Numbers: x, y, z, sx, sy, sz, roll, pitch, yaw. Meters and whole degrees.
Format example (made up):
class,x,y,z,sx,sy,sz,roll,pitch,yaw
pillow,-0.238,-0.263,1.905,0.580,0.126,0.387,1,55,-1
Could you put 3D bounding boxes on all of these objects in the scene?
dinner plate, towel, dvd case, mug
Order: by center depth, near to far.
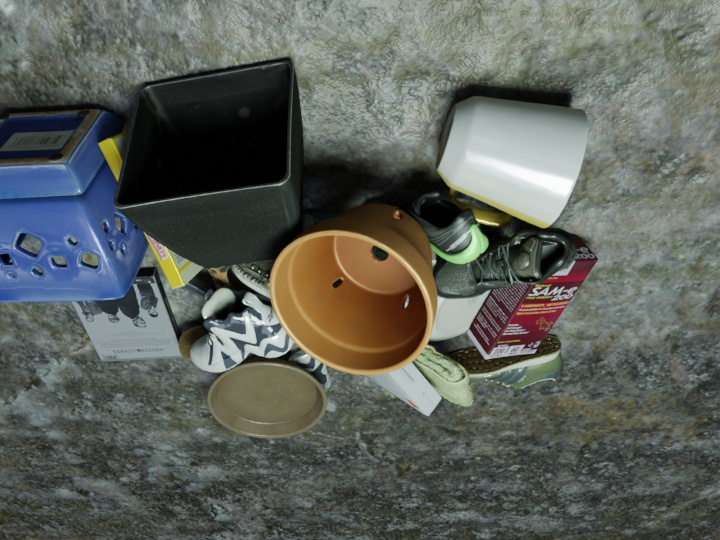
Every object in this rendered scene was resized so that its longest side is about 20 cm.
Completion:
class,x,y,z,sx,sy,sz,roll,pitch,yaw
mug,0.172,-0.128,0.869,0.153,0.149,0.187,15,114,-3
dinner plate,0.162,0.042,1.052,0.200,0.024,0.200,-22,142,-19
towel,0.089,0.147,1.121,0.200,0.037,0.148,27,162,25
dvd case,-0.385,0.077,1.154,0.150,0.025,0.200,-2,134,3

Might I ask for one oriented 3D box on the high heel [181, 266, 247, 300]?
class,x,y,z,sx,sy,sz,roll,pitch,yaw
high heel,-0.177,-0.001,1.045,0.142,0.072,0.200,30,136,-26

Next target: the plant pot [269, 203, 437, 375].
class,x,y,z,sx,sy,sz,roll,pitch,yaw
plant pot,0.006,0.007,0.861,0.200,0.140,0.200,10,124,14

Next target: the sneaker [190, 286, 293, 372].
class,x,y,z,sx,sy,sz,roll,pitch,yaw
sneaker,-0.204,0.078,1.032,0.199,0.080,0.130,-10,131,37

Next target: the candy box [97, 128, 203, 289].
class,x,y,z,sx,sy,sz,roll,pitch,yaw
candy box,-0.255,-0.086,0.896,0.026,0.102,0.200,-16,109,18

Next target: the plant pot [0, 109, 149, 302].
class,x,y,z,sx,sy,sz,roll,pitch,yaw
plant pot,-0.386,-0.090,0.882,0.199,0.200,0.180,-2,128,3

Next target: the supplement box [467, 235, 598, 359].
class,x,y,z,sx,sy,sz,roll,pitch,yaw
supplement box,0.254,0.041,1.049,0.109,0.061,0.200,-2,132,-31

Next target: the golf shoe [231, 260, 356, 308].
class,x,y,z,sx,sy,sz,roll,pitch,yaw
golf shoe,-0.092,0.036,0.962,0.200,0.078,0.097,23,136,-17

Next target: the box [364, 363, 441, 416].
class,x,y,z,sx,sy,sz,roll,pitch,yaw
box,0.017,0.137,1.103,0.041,0.200,0.156,-49,129,-13

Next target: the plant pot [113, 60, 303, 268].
class,x,y,z,sx,sy,sz,roll,pitch,yaw
plant pot,-0.158,-0.111,0.866,0.199,0.200,0.178,-8,144,8

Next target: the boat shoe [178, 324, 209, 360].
class,x,y,z,sx,sy,sz,roll,pitch,yaw
boat shoe,-0.198,0.104,1.158,0.200,0.071,0.065,-11,168,11

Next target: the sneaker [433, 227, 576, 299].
class,x,y,z,sx,sy,sz,roll,pitch,yaw
sneaker,0.180,-0.010,0.911,0.199,0.076,0.114,-13,176,17

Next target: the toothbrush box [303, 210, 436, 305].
class,x,y,z,sx,sy,sz,roll,pitch,yaw
toothbrush box,0.000,0.000,1.034,0.200,0.085,0.147,6,134,-6

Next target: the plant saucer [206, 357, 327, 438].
class,x,y,z,sx,sy,sz,roll,pitch,yaw
plant saucer,-0.155,0.213,1.172,0.200,0.030,0.200,-1,131,-1

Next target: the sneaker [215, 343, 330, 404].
class,x,y,z,sx,sy,sz,roll,pitch,yaw
sneaker,-0.143,0.196,1.224,0.199,0.080,0.130,-21,122,7

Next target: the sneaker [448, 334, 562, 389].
class,x,y,z,sx,sy,sz,roll,pitch,yaw
sneaker,0.250,0.175,1.207,0.200,0.067,0.090,-13,127,8

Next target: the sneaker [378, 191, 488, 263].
class,x,y,z,sx,sy,sz,roll,pitch,yaw
sneaker,0.084,-0.071,0.930,0.200,0.077,0.084,15,133,43
